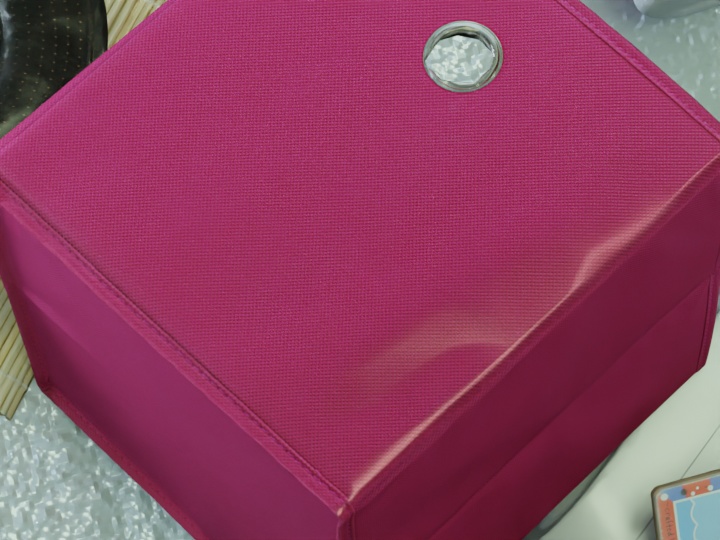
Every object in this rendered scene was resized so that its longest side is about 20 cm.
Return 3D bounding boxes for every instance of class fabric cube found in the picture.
[{"bbox_3d":[0.000,0.000,1.095,0.199,0.200,0.196,-41,70,-17],"label":"fabric cube"}]

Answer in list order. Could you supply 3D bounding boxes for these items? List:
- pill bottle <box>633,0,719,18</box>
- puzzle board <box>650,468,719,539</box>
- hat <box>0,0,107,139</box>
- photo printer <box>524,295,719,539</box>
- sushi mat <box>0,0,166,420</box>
[{"bbox_3d":[0.139,-0.219,1.235,0.119,0.120,0.200,-19,85,-16],"label":"pill bottle"},{"bbox_3d":[0.200,0.162,1.163,0.150,0.017,0.200,-14,108,-13],"label":"puzzle board"},{"bbox_3d":[-0.201,-0.081,1.145,0.200,0.081,0.201,2,75,-8],"label":"hat"},{"bbox_3d":[0.176,0.093,1.214,0.166,0.069,0.200,39,75,-6],"label":"photo printer"},{"bbox_3d":[-0.136,-0.048,1.194,0.096,0.012,0.200,29,75,-6],"label":"sushi mat"}]
